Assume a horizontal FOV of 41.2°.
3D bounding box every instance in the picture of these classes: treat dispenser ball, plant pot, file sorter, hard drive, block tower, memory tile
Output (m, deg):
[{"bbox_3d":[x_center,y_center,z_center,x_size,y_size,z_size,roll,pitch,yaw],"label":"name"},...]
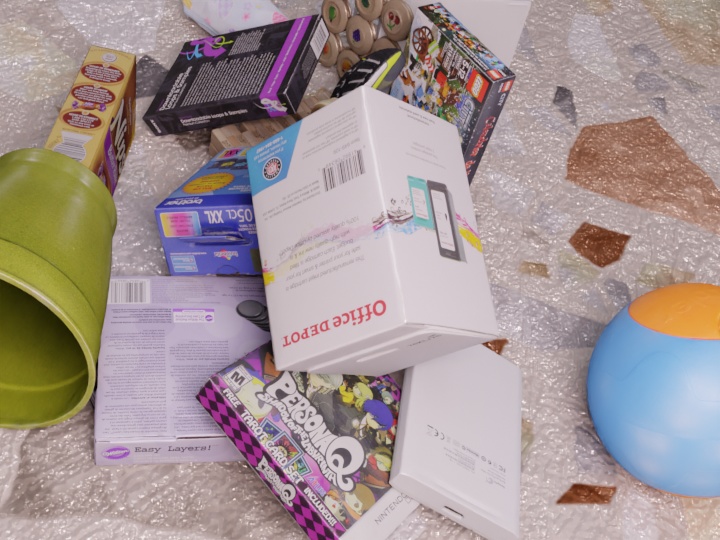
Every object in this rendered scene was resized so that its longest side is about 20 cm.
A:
[{"bbox_3d":[0.318,0.114,0.918,0.197,0.202,0.203,8,48,-9],"label":"treat dispenser ball"},{"bbox_3d":[-0.304,-0.001,0.848,0.197,0.202,0.195,13,44,-4],"label":"plant pot"},{"bbox_3d":[0.100,-0.334,1.280,0.196,0.140,0.126,-2,48,-17],"label":"file sorter"},{"bbox_3d":[0.096,0.143,0.907,0.131,0.026,0.202,31,39,-16],"label":"hard drive"},{"bbox_3d":[-0.082,-0.158,1.134,0.198,0.054,0.058,-23,60,-31],"label":"block tower"},{"bbox_3d":[0.015,-0.281,1.199,0.017,0.155,0.200,-25,58,-38],"label":"memory tile"}]

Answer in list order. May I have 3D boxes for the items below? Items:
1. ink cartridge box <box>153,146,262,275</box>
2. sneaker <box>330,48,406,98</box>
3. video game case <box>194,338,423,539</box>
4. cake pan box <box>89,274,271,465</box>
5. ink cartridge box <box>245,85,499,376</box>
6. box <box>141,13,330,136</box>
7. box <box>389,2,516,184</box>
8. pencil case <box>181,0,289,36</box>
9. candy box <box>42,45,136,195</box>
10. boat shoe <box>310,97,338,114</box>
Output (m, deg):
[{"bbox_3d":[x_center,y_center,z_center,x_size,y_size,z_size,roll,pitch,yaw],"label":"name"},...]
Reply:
[{"bbox_3d":[-0.113,-0.057,0.958,0.134,0.078,0.201,-1,28,18],"label":"ink cartridge box"},{"bbox_3d":[-0.001,-0.161,1.099,0.080,0.202,0.074,29,3,-30],"label":"sneaker"},{"bbox_3d":[-0.023,0.143,0.855,0.201,0.036,0.180,49,38,10],"label":"video game case"},{"bbox_3d":[-0.158,0.090,0.905,0.196,0.053,0.186,0,49,-16],"label":"cake pan box"},{"bbox_3d":[0.009,-0.023,0.836,0.145,0.145,0.204,11,64,-50],"label":"ink cartridge box"},{"bbox_3d":[-0.144,-0.226,1.112,0.197,0.036,0.145,-3,48,26],"label":"box"},{"bbox_3d":[0.091,-0.182,1.103,0.037,0.202,0.137,-21,57,-32],"label":"box"},{"bbox_3d":[-0.145,-0.310,1.227,0.091,0.083,0.200,-44,67,5],"label":"pencil case"},{"bbox_3d":[-0.284,-0.127,1.007,0.055,0.118,0.202,10,49,-5],"label":"candy box"},{"bbox_3d":[0.018,-0.117,1.047,0.065,0.201,0.072,-51,32,-20],"label":"boat shoe"}]
